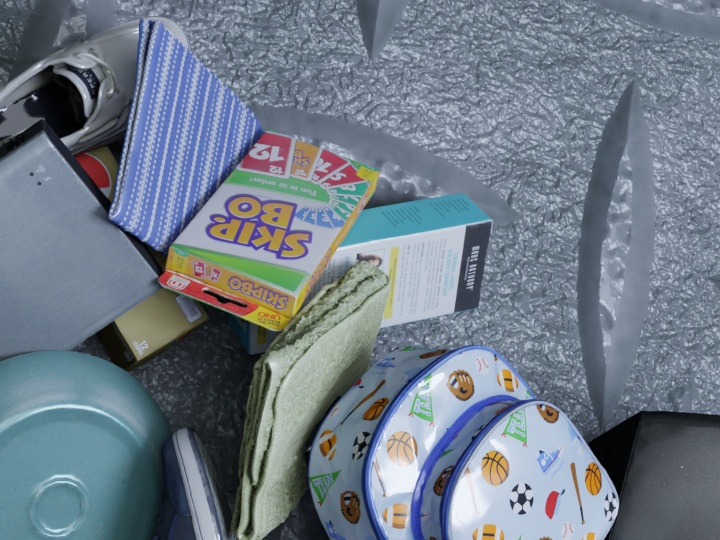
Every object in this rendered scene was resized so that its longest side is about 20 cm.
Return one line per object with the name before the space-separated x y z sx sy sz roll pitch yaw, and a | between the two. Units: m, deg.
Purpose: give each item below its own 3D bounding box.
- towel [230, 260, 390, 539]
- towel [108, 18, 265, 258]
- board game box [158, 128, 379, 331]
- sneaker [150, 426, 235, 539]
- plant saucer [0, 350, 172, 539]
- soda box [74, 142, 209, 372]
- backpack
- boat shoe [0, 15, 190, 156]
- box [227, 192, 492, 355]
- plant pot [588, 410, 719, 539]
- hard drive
towel | -0.033 0.088 0.979 0.036 0.150 0.200 18 25 14
towel | -0.122 -0.073 1.011 0.024 0.200 0.146 3 75 19
board game box | -0.062 -0.033 1.010 0.095 0.030 0.200 21 39 8
sneaker | -0.150 0.212 0.928 0.145 0.077 0.204 -12 72 2
plant saucer | -0.207 0.156 0.951 0.198 0.036 0.202 -5 101 -29
soda box | -0.192 -0.030 1.025 0.064 0.068 0.201 -30 89 -24
backpack | 0.063 0.148 0.945 0.191 0.154 0.200 51 56 -16
boat shoe | -0.195 -0.121 0.971 0.199 0.066 0.072 -32 89 -25
box | 0.000 0.000 1.076 0.198 0.049 0.083 -10 125 -25
plant pot | 0.254 0.213 1.079 0.176 0.200 0.202 20 71 -3
hard drive | -0.250 0.011 0.937 0.199 0.033 0.140 -33 122 3
